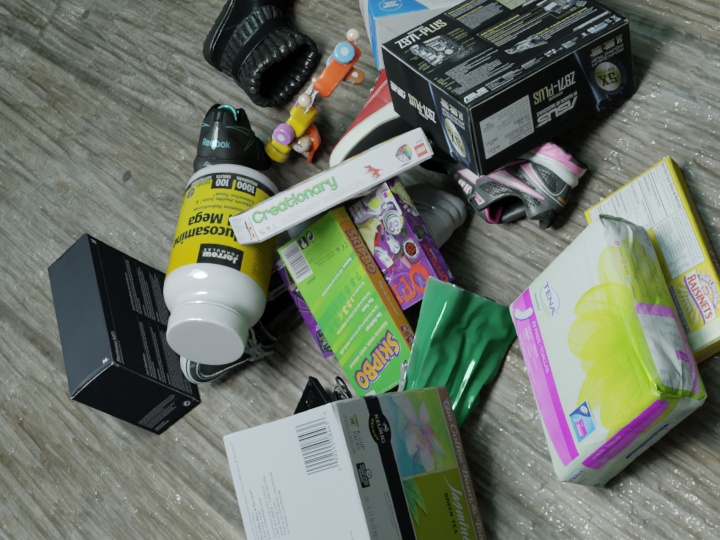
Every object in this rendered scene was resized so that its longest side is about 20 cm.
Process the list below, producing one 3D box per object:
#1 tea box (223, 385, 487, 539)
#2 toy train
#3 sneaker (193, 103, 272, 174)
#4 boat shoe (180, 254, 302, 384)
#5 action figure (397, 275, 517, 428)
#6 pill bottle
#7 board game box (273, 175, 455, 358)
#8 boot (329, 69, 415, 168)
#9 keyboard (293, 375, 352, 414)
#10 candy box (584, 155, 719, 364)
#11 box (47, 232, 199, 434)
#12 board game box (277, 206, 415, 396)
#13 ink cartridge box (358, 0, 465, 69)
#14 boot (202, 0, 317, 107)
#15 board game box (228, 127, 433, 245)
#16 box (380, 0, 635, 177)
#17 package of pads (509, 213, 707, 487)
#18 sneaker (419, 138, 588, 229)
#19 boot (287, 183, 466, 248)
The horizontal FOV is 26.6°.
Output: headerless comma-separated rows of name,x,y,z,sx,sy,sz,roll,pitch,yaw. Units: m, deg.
tea box,0.004,0.222,1.372,0.133,0.196,0.203,-20,80,32
toy train,-0.044,-0.186,1.737,0.151,0.055,0.200,-54,5,-14
sneaker,-0.143,-0.153,1.766,0.074,0.200,0.080,4,99,4
boat shoe,-0.118,0.064,1.693,0.199,0.074,0.068,-38,37,5
action figure,0.075,0.115,1.490,0.202,0.117,0.055,-67,18,4
pill bottle,-0.150,-0.006,1.637,0.112,0.112,0.202,-20,46,32
board game box,0.000,0.000,1.575,0.199,0.032,0.121,-34,87,44
boot,0.027,-0.199,1.711,0.200,0.072,0.145,-42,46,5
keyboard,-0.007,0.191,1.566,0.200,0.039,0.105,54,129,43
candy box,0.279,-0.001,1.409,0.102,0.026,0.202,-32,50,25
box,-0.279,0.074,1.782,0.079,0.141,0.201,-36,48,20
board game box,-0.004,0.044,1.559,0.095,0.030,0.202,-33,82,42
ink cartridge box,0.057,-0.310,1.684,0.115,0.068,0.201,-10,40,-3
boot,-0.103,-0.314,1.874,0.158,0.079,0.213,37,104,53
board game box,-0.032,-0.084,1.549,0.198,0.035,0.126,-27,6,-12
box,0.148,-0.204,1.529,0.199,0.087,0.164,-30,42,-17
package of pads,0.218,0.069,1.368,0.155,0.068,0.202,-49,42,39
sneaker,0.130,-0.093,1.554,0.199,0.080,0.087,14,77,46
boot,0.019,-0.051,1.627,0.198,0.074,0.095,9,32,39
